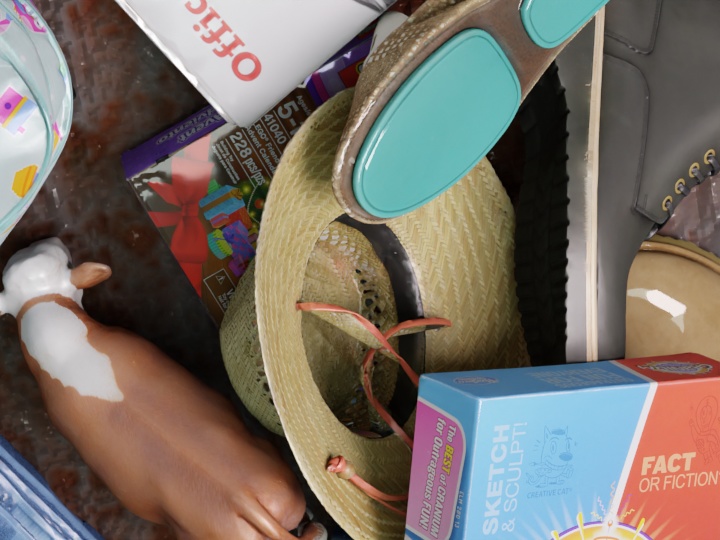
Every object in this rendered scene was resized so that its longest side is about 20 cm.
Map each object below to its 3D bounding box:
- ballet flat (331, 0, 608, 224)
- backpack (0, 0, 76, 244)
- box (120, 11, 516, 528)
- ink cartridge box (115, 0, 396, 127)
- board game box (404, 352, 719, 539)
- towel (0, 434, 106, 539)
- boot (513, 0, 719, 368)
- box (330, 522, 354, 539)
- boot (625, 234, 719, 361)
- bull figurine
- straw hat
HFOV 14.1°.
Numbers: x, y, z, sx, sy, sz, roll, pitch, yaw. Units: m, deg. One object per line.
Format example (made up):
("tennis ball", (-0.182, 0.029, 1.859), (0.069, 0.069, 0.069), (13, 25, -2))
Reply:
("ballet flat", (0.047, -0.100, 1.214), (0.200, 0.065, 0.071), (-44, 134, -17))
("backpack", (-0.208, -0.043, 1.215), (0.200, 0.127, 0.167), (-40, 108, 4))
("box", (0.000, 0.000, 1.311), (0.136, 0.039, 0.200), (-30, 112, 2))
("ink cartridge box", (-0.025, -0.181, 1.213), (0.200, 0.084, 0.146), (-39, 111, 7))
("board game box", (0.084, 0.139, 1.209), (0.152, 0.040, 0.201), (-4, 104, -37))
("towel", (-0.167, 0.152, 1.337), (0.112, 0.049, 0.200), (-40, 112, 8))
("boot", (0.142, -0.038, 1.267), (0.138, 0.077, 0.201), (4, 82, -15))
("box", (0.014, 0.204, 1.304), (0.038, 0.200, 0.137), (-12, 114, 15))
("boot", (0.184, 0.071, 1.280), (0.175, 0.200, 0.066), (28, 107, -18))
("bull figurine", (-0.089, 0.069, 1.270), (0.065, 0.200, 0.121), (-42, 149, -5))
("straw hat", (-0.013, 0.026, 1.246), (0.085, 0.201, 0.202), (-8, 120, 40))
